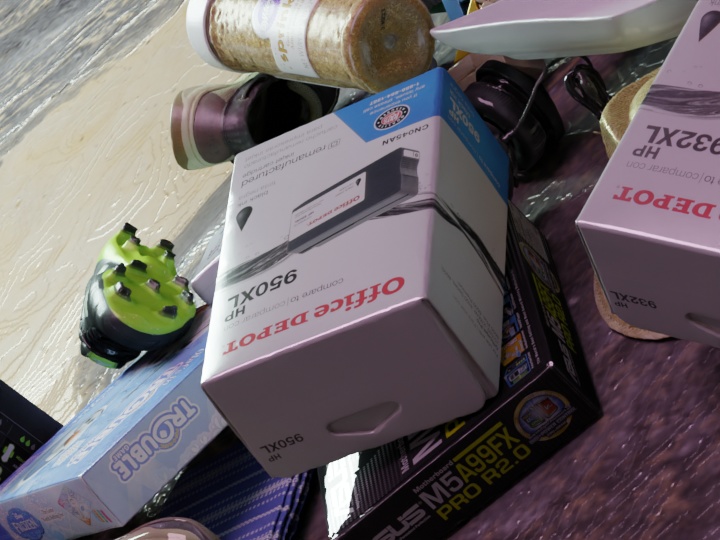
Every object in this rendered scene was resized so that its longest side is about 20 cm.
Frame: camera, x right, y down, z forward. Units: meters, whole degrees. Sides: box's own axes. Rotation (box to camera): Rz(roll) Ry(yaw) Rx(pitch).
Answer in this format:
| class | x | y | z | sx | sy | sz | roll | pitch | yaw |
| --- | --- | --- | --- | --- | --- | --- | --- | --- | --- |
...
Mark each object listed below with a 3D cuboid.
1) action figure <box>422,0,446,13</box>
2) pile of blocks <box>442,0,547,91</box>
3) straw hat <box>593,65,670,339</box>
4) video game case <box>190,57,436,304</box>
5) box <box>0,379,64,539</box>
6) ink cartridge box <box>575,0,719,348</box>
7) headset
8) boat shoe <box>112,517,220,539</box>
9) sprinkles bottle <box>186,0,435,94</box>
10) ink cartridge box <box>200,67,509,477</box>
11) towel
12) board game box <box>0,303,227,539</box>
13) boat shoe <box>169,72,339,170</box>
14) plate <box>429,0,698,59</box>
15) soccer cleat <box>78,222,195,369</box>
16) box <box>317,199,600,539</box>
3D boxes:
| class | x | y | z | sx | sy | sz | roll | pitch | yaw |
| --- | --- | --- | --- | --- | --- | --- | --- | --- | --- |
| action figure | 0.000 | -0.181 | 1.883 | 0.199 | 0.118 | 0.055 | -12 | 59 | 30 |
| pile of blocks | 0.103 | -0.201 | 1.782 | 0.082 | 0.062 | 0.201 | 29 | 105 | 37 |
| straw hat | 0.174 | -0.067 | 1.516 | 0.201 | 0.085 | 0.201 | -35 | 27 | 21 |
| video game case | -0.028 | -0.067 | 1.837 | 0.200 | 0.023 | 0.182 | -43 | 7 | 7 |
| box | -0.285 | 0.175 | 1.810 | 0.148 | 0.124 | 0.201 | -25 | 32 | 56 |
| ink cartridge box | 0.217 | -0.062 | 1.389 | 0.145 | 0.084 | 0.200 | 14 | 60 | 32 |
| headset | 0.085 | -0.065 | 1.685 | 0.200 | 0.094 | 0.124 | -37 | 11 | 48 |
| boat shoe | -0.152 | 0.199 | 1.603 | 0.200 | 0.074 | 0.073 | -28 | 29 | 42 |
| sprinkles bottle | -0.034 | -0.152 | 1.786 | 0.068 | 0.068 | 0.200 | -53 | 32 | -15 |
| ink cartridge box | 0.000 | 0.000 | 1.554 | 0.144 | 0.084 | 0.201 | -22 | 36 | 22 |
| towel | -0.087 | 0.176 | 1.649 | 0.145 | 0.024 | 0.200 | -28 | 29 | 38 |
| board game box | -0.124 | 0.086 | 1.713 | 0.200 | 0.043 | 0.199 | -44 | 11 | -27 |
| boat shoe | -0.056 | -0.104 | 1.893 | 0.066 | 0.072 | 0.201 | 5 | 13 | 26 |
| plate | 0.172 | -0.162 | 1.643 | 0.199 | 0.032 | 0.199 | -24 | 13 | -29 |
| soccer cleat | -0.145 | 0.030 | 1.768 | 0.200 | 0.067 | 0.081 | -110 | 44 | -77 |
| box | 0.045 | 0.062 | 1.576 | 0.160 | 0.044 | 0.200 | -39 | 26 | 15 |
